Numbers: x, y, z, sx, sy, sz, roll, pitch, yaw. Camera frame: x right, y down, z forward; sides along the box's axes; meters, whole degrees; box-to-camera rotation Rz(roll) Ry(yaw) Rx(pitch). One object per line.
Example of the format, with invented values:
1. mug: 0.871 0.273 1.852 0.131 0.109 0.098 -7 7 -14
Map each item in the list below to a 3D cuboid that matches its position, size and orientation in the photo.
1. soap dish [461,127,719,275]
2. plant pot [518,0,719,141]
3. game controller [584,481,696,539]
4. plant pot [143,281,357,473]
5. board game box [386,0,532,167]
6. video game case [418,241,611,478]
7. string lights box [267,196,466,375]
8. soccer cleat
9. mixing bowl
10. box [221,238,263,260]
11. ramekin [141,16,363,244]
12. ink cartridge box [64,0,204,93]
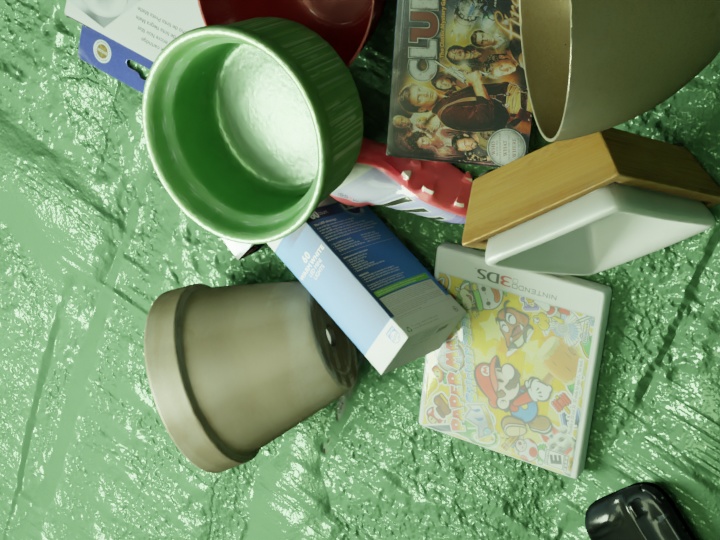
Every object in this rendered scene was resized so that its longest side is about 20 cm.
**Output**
1. soap dish: 0.200 -0.058 1.142 0.156 0.199 0.082 -24 72 36
2. plant pot: 0.203 -0.204 1.012 0.133 0.201 0.203 -4 107 -2
3. game controller: 0.299 0.304 1.296 0.104 0.042 0.201 -34 86 50
4. plant pot: -0.103 0.092 1.395 0.172 0.200 0.202 -19 96 17
5. board game box: 0.097 -0.199 1.218 0.134 0.035 0.202 6 111 6
6. video game case: 0.149 0.089 1.320 0.180 0.023 0.202 16 114 27
7. string lights box: 0.000 0.000 1.319 0.200 0.102 0.059 48 126 19
8. soccer cleat: 0.024 -0.086 1.299 0.198 0.067 0.077 21 138 0
9. mixing bowl: -0.047 -0.279 1.265 0.198 0.108 0.202 12 113 28
10. box: -0.104 -0.124 1.395 0.137 0.038 0.200 52 125 6
11. ramekin: -0.094 -0.135 1.221 0.198 0.098 0.202 13 118 26
12. ink cartridge box: -0.227 -0.278 1.418 0.198 0.041 0.202 29 119 21
